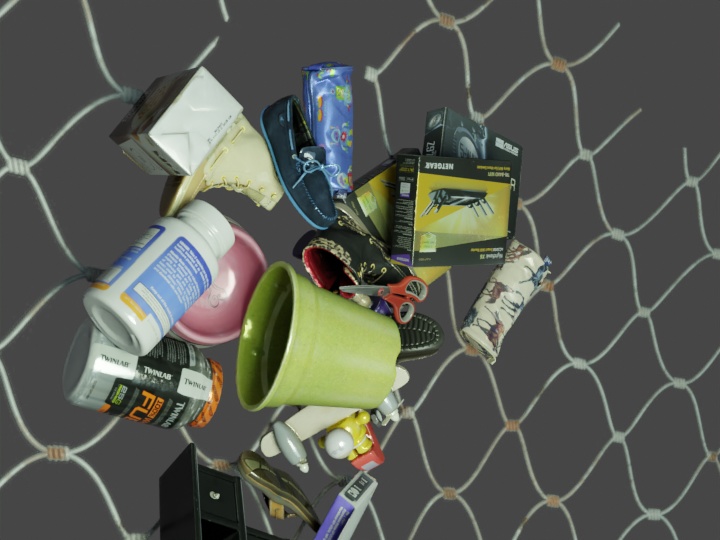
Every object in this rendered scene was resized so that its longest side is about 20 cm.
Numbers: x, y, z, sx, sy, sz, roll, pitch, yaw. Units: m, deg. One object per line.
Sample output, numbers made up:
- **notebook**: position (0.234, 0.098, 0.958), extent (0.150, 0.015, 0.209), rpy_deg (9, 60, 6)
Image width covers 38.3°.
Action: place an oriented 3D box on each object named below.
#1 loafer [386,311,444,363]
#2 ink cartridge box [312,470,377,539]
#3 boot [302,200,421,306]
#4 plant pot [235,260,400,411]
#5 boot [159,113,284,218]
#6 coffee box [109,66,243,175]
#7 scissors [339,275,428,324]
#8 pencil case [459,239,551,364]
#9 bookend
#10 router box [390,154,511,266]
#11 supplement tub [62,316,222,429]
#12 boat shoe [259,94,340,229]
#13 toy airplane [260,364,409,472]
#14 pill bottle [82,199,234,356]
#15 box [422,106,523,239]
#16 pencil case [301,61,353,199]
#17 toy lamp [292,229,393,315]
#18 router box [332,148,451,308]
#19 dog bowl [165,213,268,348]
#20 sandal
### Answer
- **loafer**: position (0.035, 0.116, 1.604), extent (0.072, 0.196, 0.074), rpy_deg (69, 20, -50)
- **ink cartridge box**: position (-0.051, 0.412, 1.536), extent (0.043, 0.200, 0.200), rpy_deg (28, 98, 9)
- **boot**: position (0.000, 0.000, 1.520), extent (0.073, 0.151, 0.200), rpy_deg (-38, 100, 26)
- **plant pot**: position (-0.051, 0.109, 1.421), extent (0.182, 0.200, 0.204), rpy_deg (16, 88, -24)
- **boot**: position (-0.187, -0.125, 1.478), extent (0.155, 0.072, 0.202), rpy_deg (38, 61, -28)
- **coffee box**: position (-0.247, -0.193, 1.371), extent (0.080, 0.199, 0.115), rpy_deg (43, 75, -24)
- **scissors**: position (0.037, 0.024, 1.487), extent (0.199, 0.014, 0.074), rpy_deg (30, 91, -52)
- **pencil case**: position (0.242, 0.052, 1.741), extent (0.089, 0.078, 0.202), rpy_deg (35, 77, -7)
- **bookend**: position (-0.178, 0.377, 1.468), extent (0.198, 0.200, 0.092), rpy_deg (28, 120, -30)
- **router box**: position (0.138, -0.089, 1.548), extent (0.198, 0.052, 0.160), rpy_deg (-3, 99, -39)
- **supplement tub**: position (-0.297, 0.146, 1.424), extent (0.198, 0.122, 0.125), rpy_deg (20, 86, -29)
- **boat shoe**: position (-0.082, -0.158, 1.474), extent (0.084, 0.068, 0.202), rpy_deg (-13, 73, -60)
- **toy airplane**: position (-0.038, 0.216, 1.552), extent (0.195, 0.142, 0.203), rpy_deg (11, 120, -9)
- **pill bottle**: position (-0.255, 0.003, 1.348), extent (0.200, 0.111, 0.113), rpy_deg (-49, 116, -29)
- **box**: position (0.178, -0.151, 1.665), extent (0.198, 0.043, 0.163), rpy_deg (19, 73, -41)
- **pencil case**: position (-0.050, -0.209, 1.548), extent (0.086, 0.077, 0.204), rpy_deg (-10, 101, -61)
- **toy lamp**: position (-0.022, 0.023, 1.604), extent (0.200, 0.058, 0.059), rpy_deg (43, 75, -24)
- **router box**: position (0.062, -0.068, 1.642), extent (0.156, 0.052, 0.202), rpy_deg (-35, 111, -21)
- **dog bowl**: position (-0.218, 0.016, 1.483), extent (0.197, 0.073, 0.204), rpy_deg (-3, 97, -29)
- **sandal**: position (-0.128, 0.340, 1.558), extent (0.054, 0.082, 0.200), rpy_deg (-41, 132, 6)
